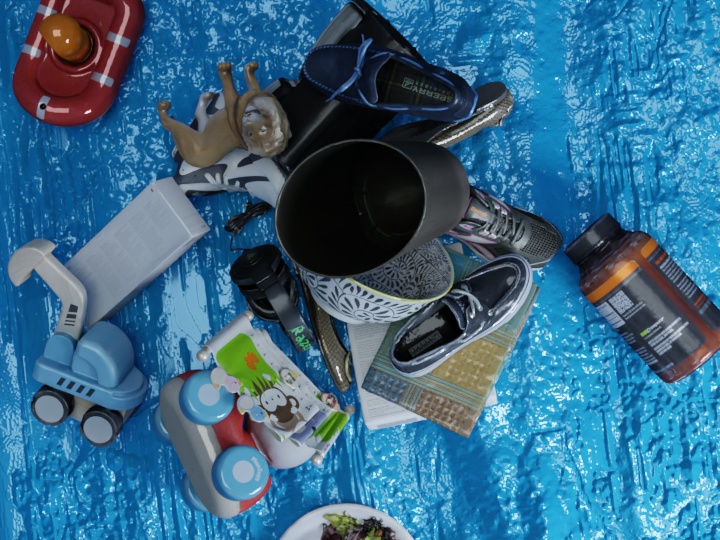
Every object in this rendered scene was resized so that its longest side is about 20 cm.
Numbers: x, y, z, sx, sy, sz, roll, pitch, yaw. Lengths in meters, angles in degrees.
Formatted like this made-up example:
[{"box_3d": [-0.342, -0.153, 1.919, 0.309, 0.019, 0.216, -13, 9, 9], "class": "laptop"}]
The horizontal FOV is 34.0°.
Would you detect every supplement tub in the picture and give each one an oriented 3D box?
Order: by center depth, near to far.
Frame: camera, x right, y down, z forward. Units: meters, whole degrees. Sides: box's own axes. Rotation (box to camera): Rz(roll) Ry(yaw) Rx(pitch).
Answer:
[{"box_3d": [0.331, 0.027, 1.377, 0.107, 0.107, 0.200, -42, 86, 3], "class": "supplement tub"}]

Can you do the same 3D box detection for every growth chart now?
[{"box_3d": [-0.096, 0.135, 1.355, 0.200, 0.145, 0.018, 45, 120, -10], "class": "growth chart"}]

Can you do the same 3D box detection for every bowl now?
[{"box_3d": [0.000, 0.000, 1.370, 0.201, 0.201, 0.094, 32, 122, 5], "class": "bowl"}]

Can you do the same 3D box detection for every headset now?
[{"box_3d": [-0.103, 0.005, 1.415, 0.094, 0.124, 0.200, -33, 62, -7], "class": "headset"}]

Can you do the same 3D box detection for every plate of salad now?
[{"box_3d": [-0.017, 0.385, 1.433, 0.200, 0.048, 0.200, 0, 89, 6], "class": "plate of salad"}]

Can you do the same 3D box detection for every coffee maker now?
[{"box_3d": [-0.020, -0.196, 1.370, 0.200, 0.192, 0.135, -46, 126, 14], "class": "coffee maker"}]

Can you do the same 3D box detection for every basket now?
[{"box_3d": [0.030, -0.077, 1.282, 0.180, 0.200, 0.136, -23, 89, 28], "class": "basket"}]

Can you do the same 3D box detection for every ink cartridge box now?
[{"box_3d": [0.068, 0.081, 1.440, 0.161, 0.050, 0.200, -12, 70, 5], "class": "ink cartridge box"}]

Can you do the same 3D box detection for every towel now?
[{"box_3d": [0.107, 0.080, 1.400, 0.147, 0.022, 0.200, 24, 80, 15], "class": "towel"}]

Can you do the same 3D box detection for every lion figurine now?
[{"box_3d": [-0.157, -0.163, 1.354, 0.200, 0.072, 0.123, -25, 76, 46], "class": "lion figurine"}]

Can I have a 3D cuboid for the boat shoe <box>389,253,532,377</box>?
[{"box_3d": [0.115, 0.047, 1.361, 0.200, 0.068, 0.072, -35, 73, -1], "class": "boat shoe"}]

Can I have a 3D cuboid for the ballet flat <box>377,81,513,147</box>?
[{"box_3d": [0.094, -0.162, 1.421, 0.200, 0.067, 0.046, -28, 129, 2], "class": "ballet flat"}]

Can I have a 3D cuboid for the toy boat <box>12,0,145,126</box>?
[{"box_3d": [-0.351, -0.274, 1.426, 0.130, 0.131, 0.200, 21, 91, 5], "class": "toy boat"}]

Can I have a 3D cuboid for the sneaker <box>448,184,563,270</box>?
[{"box_3d": [0.143, -0.057, 1.399, 0.200, 0.086, 0.080, 19, 84, 5], "class": "sneaker"}]

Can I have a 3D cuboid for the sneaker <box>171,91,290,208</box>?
[{"box_3d": [-0.157, -0.107, 1.425, 0.130, 0.079, 0.199, -42, 74, 11], "class": "sneaker"}]

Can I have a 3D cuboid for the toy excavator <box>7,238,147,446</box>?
[{"box_3d": [-0.337, 0.080, 1.408, 0.194, 0.100, 0.200, 21, 110, 3], "class": "toy excavator"}]

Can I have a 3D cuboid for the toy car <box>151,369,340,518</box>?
[{"box_3d": [-0.122, 0.181, 1.409, 0.200, 0.184, 0.177, -22, 83, -27], "class": "toy car"}]

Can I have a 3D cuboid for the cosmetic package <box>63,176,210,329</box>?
[{"box_3d": [-0.279, -0.021, 1.426, 0.200, 0.051, 0.083, -38, 88, 26], "class": "cosmetic package"}]

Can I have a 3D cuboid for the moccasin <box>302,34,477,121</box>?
[{"box_3d": [0.027, -0.211, 1.264, 0.200, 0.068, 0.081, 11, 93, 19], "class": "moccasin"}]

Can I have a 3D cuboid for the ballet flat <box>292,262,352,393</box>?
[{"box_3d": [-0.040, 0.050, 1.433, 0.046, 0.067, 0.200, -17, 83, -4], "class": "ballet flat"}]
